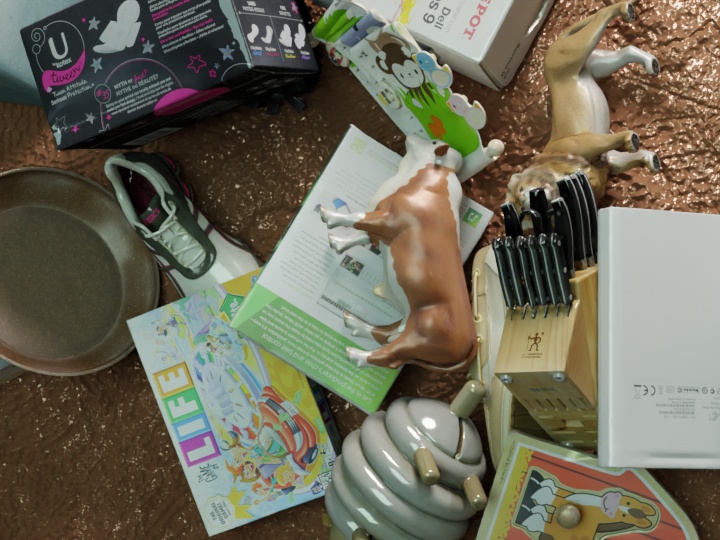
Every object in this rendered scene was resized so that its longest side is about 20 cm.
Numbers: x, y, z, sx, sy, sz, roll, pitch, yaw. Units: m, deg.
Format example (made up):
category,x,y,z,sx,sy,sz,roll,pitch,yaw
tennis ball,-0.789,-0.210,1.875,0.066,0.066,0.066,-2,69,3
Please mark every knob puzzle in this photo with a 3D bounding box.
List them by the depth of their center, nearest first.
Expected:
category,x,y,z,sx,sy,sz,roll,pitch,yaw
knob puzzle,0.187,0.243,1.564,0.218,0.030,0.221,2,99,12

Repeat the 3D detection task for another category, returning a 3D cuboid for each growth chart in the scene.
category,x,y,z,sx,sy,sz,roll,pitch,yaw
growth chart,0.036,-0.152,1.636,0.018,0.145,0.200,-38,84,-23

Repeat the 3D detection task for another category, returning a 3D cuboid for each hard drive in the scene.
category,x,y,z,sx,sy,sz,roll,pitch,yaw
hard drive,0.247,0.055,1.546,0.026,0.131,0.201,166,106,-66

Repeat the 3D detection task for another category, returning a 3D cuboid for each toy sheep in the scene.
category,x,y,z,sx,sy,sz,roll,pitch,yaw
toy sheep,0.041,0.172,1.604,0.138,0.138,0.200,47,107,20

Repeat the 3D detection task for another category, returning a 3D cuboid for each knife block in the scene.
category,x,y,z,sx,sy,sz,roll,pitch,yaw
knife block,0.170,0.028,1.568,0.064,0.200,0.176,-3,57,33

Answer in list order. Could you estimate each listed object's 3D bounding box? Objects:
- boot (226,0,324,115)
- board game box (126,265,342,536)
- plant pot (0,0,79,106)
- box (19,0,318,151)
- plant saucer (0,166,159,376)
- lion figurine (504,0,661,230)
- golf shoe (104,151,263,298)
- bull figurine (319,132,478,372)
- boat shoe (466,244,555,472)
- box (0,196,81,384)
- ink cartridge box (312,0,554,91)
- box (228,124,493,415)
category,x,y,z,sx,sy,sz,roll,pitch,yaw
boot,-0.126,-0.228,1.749,0.162,0.073,0.199,-12,87,23
board game box,-0.102,0.112,1.690,0.134,0.034,0.201,-21,91,13
plant pot,-0.385,-0.271,1.790,0.195,0.200,0.197,8,87,23
box,-0.160,-0.187,1.658,0.199,0.132,0.115,-19,86,24
plant saucer,-0.278,0.005,1.748,0.037,0.200,0.201,-42,65,55
lion figurine,0.181,-0.131,1.622,0.122,0.072,0.201,-8,66,36
golf shoe,-0.159,-0.023,1.732,0.077,0.088,0.200,-45,72,10
bull figurine,0.036,-0.013,1.600,0.121,0.065,0.201,-11,82,3
boat shoe,0.123,0.074,1.621,0.069,0.074,0.201,1,88,46
box,-0.357,0.027,1.827,0.199,0.048,0.159,-27,76,17
ink cartridge box,0.063,-0.262,1.663,0.199,0.087,0.146,28,89,21
box,0.000,0.000,1.646,0.144,0.036,0.200,32,85,-2
